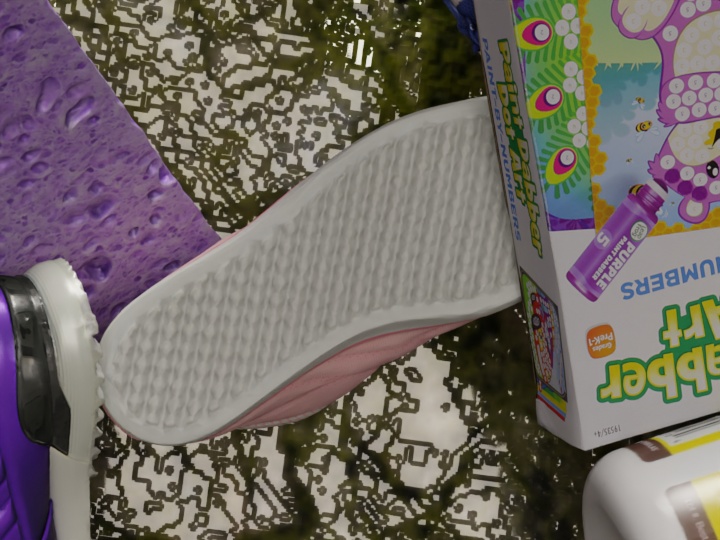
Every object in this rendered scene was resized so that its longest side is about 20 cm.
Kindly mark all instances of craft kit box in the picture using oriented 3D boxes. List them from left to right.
[{"bbox_3d":[0.140,-0.060,0.908,0.199,0.048,0.199,-15,107,-15],"label":"craft kit box"}]

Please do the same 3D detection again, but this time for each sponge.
[{"bbox_3d":[-0.129,-0.028,0.928,0.111,0.200,0.030,-42,54,-6],"label":"sponge"}]

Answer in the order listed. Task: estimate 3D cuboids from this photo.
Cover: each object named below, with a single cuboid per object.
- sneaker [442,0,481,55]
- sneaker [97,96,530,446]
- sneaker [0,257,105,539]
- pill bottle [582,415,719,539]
[{"bbox_3d":[0.064,-0.088,0.991,0.088,0.075,0.201,3,76,-17],"label":"sneaker"},{"bbox_3d":[0.000,0.000,0.967,0.199,0.105,0.076,-28,86,1],"label":"sneaker"},{"bbox_3d":[-0.145,0.095,0.938,0.099,0.070,0.201,-9,113,-25],"label":"sneaker"},{"bbox_3d":[0.182,0.086,0.900,0.199,0.109,0.110,-17,88,-8],"label":"pill bottle"}]
